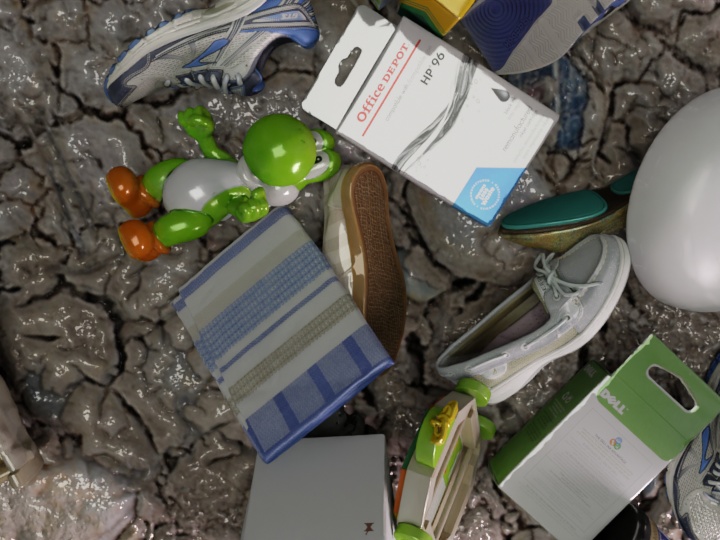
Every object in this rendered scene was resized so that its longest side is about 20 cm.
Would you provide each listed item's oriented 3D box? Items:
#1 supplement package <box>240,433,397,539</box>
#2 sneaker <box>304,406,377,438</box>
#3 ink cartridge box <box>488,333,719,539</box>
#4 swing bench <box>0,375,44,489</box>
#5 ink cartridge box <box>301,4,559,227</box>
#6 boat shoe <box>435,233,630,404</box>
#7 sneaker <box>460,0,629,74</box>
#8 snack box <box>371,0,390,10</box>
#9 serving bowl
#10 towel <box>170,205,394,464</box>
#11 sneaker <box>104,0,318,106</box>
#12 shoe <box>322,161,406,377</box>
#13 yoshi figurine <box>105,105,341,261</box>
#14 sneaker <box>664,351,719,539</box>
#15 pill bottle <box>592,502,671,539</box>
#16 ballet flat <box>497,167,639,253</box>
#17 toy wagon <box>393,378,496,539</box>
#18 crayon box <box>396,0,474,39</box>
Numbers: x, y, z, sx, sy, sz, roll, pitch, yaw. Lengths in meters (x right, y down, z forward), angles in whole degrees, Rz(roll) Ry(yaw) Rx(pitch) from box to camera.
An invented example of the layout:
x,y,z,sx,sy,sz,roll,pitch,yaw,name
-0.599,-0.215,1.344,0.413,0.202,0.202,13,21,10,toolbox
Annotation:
x,y,z,sx,sy,sz,roll,pitch,yaw,name
-0.024,0.256,0.742,0.116,0.117,0.201,-3,126,5,supplement package
-0.026,0.124,0.790,0.099,0.071,0.201,10,102,-6,sneaker
0.228,0.156,0.794,0.104,0.059,0.200,42,97,-6,ink cartridge box
-0.413,0.124,0.762,0.199,0.130,0.199,-24,97,-2,swing bench
0.056,-0.140,0.745,0.200,0.068,0.116,31,97,-4,ink cartridge box
0.152,0.040,0.745,0.065,0.075,0.202,28,123,-25,boat shoe
0.195,-0.244,0.725,0.199,0.115,0.081,-27,97,34,sneaker
-0.008,-0.288,0.655,0.053,0.200,0.142,-40,96,5,snack box
0.324,-0.052,0.716,0.199,0.066,0.201,-10,113,-25,serving bowl
-0.075,0.051,0.743,0.147,0.024,0.200,-40,59,7,towel
-0.126,-0.184,0.729,0.200,0.077,0.085,-28,102,5,sneaker
0.000,0.000,0.778,0.053,0.070,0.201,5,105,40,shoe
-0.117,-0.083,0.722,0.199,0.112,0.113,-20,115,-1,yoshi figurine
0.344,0.169,0.783,0.077,0.085,0.201,10,99,-1,sneaker
0.284,0.323,0.794,0.112,0.112,0.200,-44,96,6,pill bottle
0.227,-0.048,0.763,0.199,0.071,0.071,-22,98,4,ballet flat
0.071,0.169,0.730,0.039,0.200,0.155,14,57,23,toy wagon
0.088,-0.253,0.660,0.052,0.200,0.126,36,98,-5,crayon box
